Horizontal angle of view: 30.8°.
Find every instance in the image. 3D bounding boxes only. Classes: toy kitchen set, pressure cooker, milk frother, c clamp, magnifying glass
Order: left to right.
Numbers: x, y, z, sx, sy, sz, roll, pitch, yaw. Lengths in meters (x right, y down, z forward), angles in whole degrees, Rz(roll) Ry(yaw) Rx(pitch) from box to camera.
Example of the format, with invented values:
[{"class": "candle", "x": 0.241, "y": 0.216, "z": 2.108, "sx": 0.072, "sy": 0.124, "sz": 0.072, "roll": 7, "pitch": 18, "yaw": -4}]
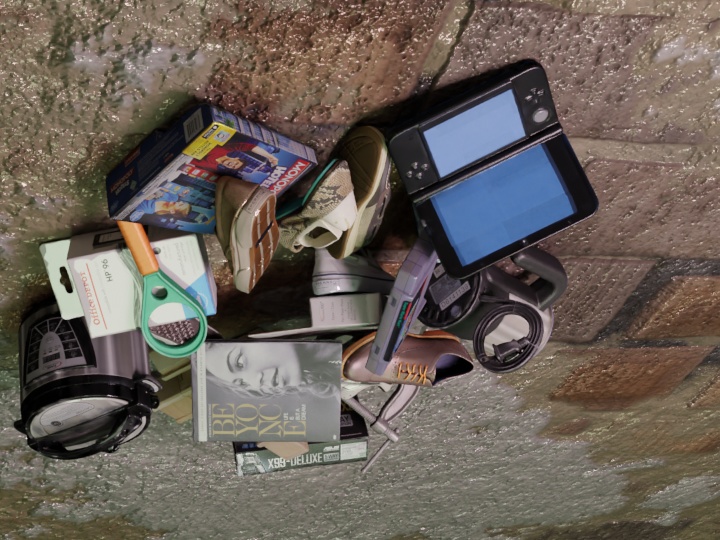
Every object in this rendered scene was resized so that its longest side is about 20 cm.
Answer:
[{"class": "pressure cooker", "x": -0.358, "y": 0.149, "z": 1.717, "sx": 0.178, "sy": 0.200, "sz": 0.176, "roll": 5, "pitch": 146, "yaw": -25}, {"class": "magnifying glass", "x": -0.243, "y": 0.018, "z": 1.561, "sx": 0.079, "sy": 0.022, "sz": 0.200, "roll": -18, "pitch": 116, "yaw": 3}, {"class": "toy kitchen set", "x": -0.212, "y": 0.189, "z": 1.846, "sx": 0.200, "sy": 0.181, "sz": 0.163, "roll": -26, "pitch": 145, "yaw": 16}, {"class": "c clamp", "x": -0.002, "y": 0.169, "z": 1.888, "sx": 0.171, "sy": 0.027, "sz": 0.200, "roll": -45, "pitch": 101, "yaw": -3}, {"class": "milk frother", "x": 0.196, "y": 0.076, "z": 1.775, "sx": 0.180, "sy": 0.201, "sz": 0.188, "roll": -24, "pitch": 148, "yaw": 33}]

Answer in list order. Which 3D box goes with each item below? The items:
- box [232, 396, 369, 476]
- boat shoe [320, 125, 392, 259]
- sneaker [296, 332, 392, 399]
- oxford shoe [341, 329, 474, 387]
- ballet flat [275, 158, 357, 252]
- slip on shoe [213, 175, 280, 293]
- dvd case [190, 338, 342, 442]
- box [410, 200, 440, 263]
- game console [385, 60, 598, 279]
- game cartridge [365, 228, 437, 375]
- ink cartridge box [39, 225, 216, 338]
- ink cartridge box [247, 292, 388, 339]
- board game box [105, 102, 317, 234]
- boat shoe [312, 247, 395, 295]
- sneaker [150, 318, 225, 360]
[{"class": "box", "x": -0.097, "y": 0.231, "z": 1.973, "sx": 0.199, "sy": 0.158, "sz": 0.050, "roll": -6, "pitch": 123, "yaw": -8}, {"class": "boat shoe", "x": 0.003, "y": -0.099, "z": 1.573, "sx": 0.065, "sy": 0.073, "sz": 0.200, "roll": -21, "pitch": 150, "yaw": -35}, {"class": "sneaker", "x": -0.039, "y": 0.145, "z": 1.824, "sx": 0.199, "sy": 0.076, "sz": 0.088, "roll": -3, "pitch": 120, "yaw": -14}, {"class": "oxford shoe", "x": 0.065, "y": 0.123, "z": 1.779, "sx": 0.200, "sy": 0.073, "sz": 0.071, "roll": -8, "pitch": 119, "yaw": -29}, {"class": "ballet flat", "x": -0.046, "y": -0.069, "z": 1.553, "sx": 0.075, "sy": 0.068, "sz": 0.200, "roll": 46, "pitch": 149, "yaw": -5}, {"class": "slip on shoe", "x": -0.137, "y": -0.042, "z": 1.507, "sx": 0.060, "sy": 0.076, "sz": 0.200, "roll": 28, "pitch": 158, "yaw": 10}, {"class": "dvd case", "x": -0.125, "y": 0.161, "z": 1.740, "sx": 0.199, "sy": 0.016, "sz": 0.149, "roll": 1, "pitch": 112, "yaw": -2}, {"class": "box", "x": 0.133, "y": -0.086, "z": 1.655, "sx": 0.137, "sy": 0.040, "sz": 0.200, "roll": -14, "pitch": 148, "yaw": 2}, {"class": "game console", "x": 0.153, "y": -0.113, "z": 1.501, "sx": 0.200, "sy": 0.118, "sz": 0.171, "roll": -26, "pitch": 142, "yaw": 1}, {"class": "game cartridge", "x": 0.061, "y": 0.032, "z": 1.646, "sx": 0.038, "sy": 0.130, "sz": 0.200, "roll": 23, "pitch": 138, "yaw": 5}, {"class": "ink cartridge box", "x": -0.286, "y": 0.010, "z": 1.603, "sx": 0.199, "sy": 0.068, "sz": 0.116, "roll": -12, "pitch": 118, "yaw": 0}, {"class": "ink cartridge box", "x": -0.048, "y": 0.063, "z": 1.754, "sx": 0.176, "sy": 0.045, "sz": 0.200, "roll": -5, "pitch": 175, "yaw": 6}, {"class": "board game box", "x": -0.154, "y": -0.106, "z": 1.507, "sx": 0.200, "sy": 0.062, "sz": 0.200, "roll": 18, "pitch": 137, "yaw": -41}, {"class": "boat shoe", "x": 0.000, "y": 0.000, "z": 1.718, "sx": 0.073, "sy": 0.067, "sz": 0.200, "roll": -5, "pitch": 175, "yaw": 22}, {"class": "sneaker", "x": -0.265, "y": 0.058, "z": 1.730, "sx": 0.073, "sy": 0.085, "sz": 0.200, "roll": -50, "pitch": 128, "yaw": -15}]
